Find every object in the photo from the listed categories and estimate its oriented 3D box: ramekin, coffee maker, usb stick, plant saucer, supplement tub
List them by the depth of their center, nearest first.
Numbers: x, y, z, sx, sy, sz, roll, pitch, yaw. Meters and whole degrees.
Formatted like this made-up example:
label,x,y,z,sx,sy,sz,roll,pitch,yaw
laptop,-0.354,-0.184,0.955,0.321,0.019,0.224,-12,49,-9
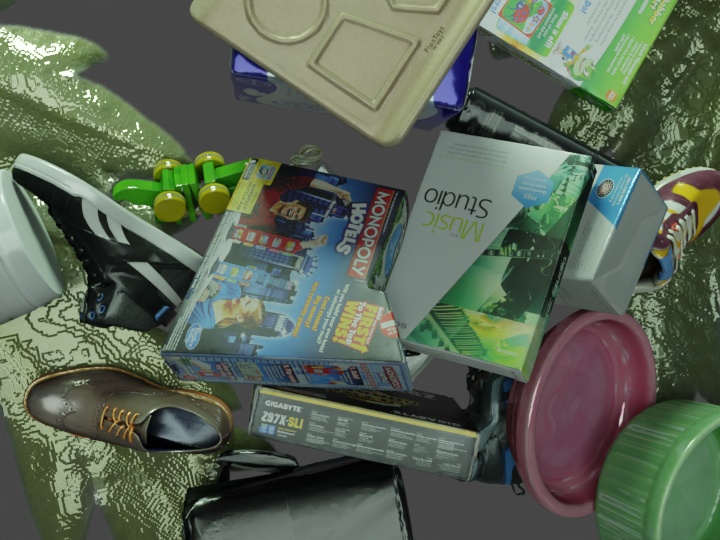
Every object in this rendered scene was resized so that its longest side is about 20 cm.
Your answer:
label,x,y,z,sx,sy,sz,roll,pitch,yaw
supplement tub,-0.385,0.005,1.032,0.200,0.132,0.132,-24,96,-2
coffee maker,-0.053,0.246,1.048,0.199,0.192,0.135,-11,108,-2
plant saucer,0.205,0.130,1.093,0.200,0.051,0.201,-11,106,-41
ramekin,0.318,0.218,1.094,0.199,0.098,0.201,-6,101,-31
usb stick,0.178,-0.113,1.121,0.200,0.033,0.056,27,99,-7

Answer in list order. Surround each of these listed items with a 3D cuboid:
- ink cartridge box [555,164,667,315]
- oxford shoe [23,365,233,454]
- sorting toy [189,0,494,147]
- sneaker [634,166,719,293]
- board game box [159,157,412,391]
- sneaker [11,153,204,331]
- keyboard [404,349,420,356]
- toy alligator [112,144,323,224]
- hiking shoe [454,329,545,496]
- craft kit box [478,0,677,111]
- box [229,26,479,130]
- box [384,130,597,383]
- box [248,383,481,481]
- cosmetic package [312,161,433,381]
label,x,y,z,sx,sy,sz,roll,pitch,yaw
ink cartridge box,0.165,-0.037,1.063,0.068,0.200,0.116,42,69,-41
oxford shoe,-0.219,0.133,1.085,0.199,0.073,0.072,7,94,-5
sorting toy,-0.006,-0.223,0.915,0.200,0.036,0.185,33,89,-1
sneaker,0.284,-0.026,1.091,0.200,0.090,0.075,-32,121,-9
board game box,-0.035,0.019,0.971,0.199,0.062,0.200,15,66,17
sneaker,-0.248,-0.013,1.056,0.200,0.073,0.112,32,84,-16
keyboard,-0.021,0.043,1.041,0.199,0.040,0.104,-13,74,0
toy alligator,-0.131,-0.075,1.089,0.199,0.059,0.054,-10,135,-4
hiking shoe,0.149,0.115,1.124,0.086,0.074,0.201,15,101,-17
craft kit box,0.207,-0.288,1.105,0.197,0.049,0.200,30,91,-4
box,-0.010,-0.196,1.022,0.199,0.184,0.105,8,91,-5
box,0.105,-0.017,0.993,0.144,0.036,0.201,13,75,26
box,-0.002,0.133,1.060,0.199,0.160,0.050,13,92,-5
cosmetic package,0.000,0.000,1.088,0.200,0.090,0.107,41,94,-9
